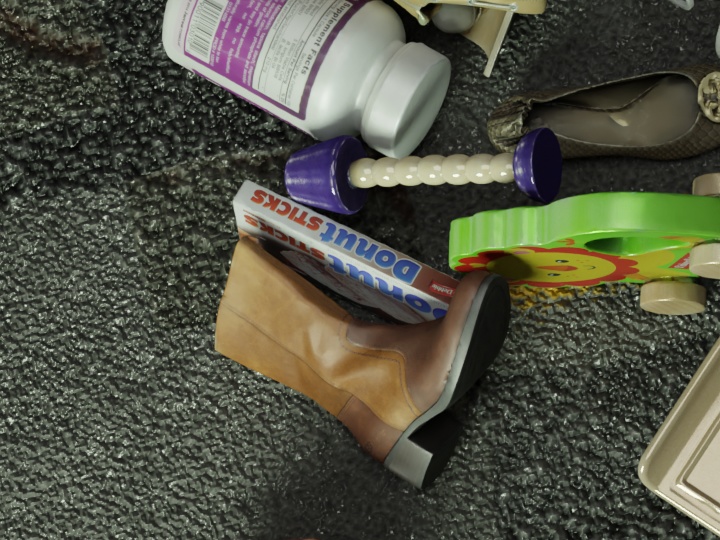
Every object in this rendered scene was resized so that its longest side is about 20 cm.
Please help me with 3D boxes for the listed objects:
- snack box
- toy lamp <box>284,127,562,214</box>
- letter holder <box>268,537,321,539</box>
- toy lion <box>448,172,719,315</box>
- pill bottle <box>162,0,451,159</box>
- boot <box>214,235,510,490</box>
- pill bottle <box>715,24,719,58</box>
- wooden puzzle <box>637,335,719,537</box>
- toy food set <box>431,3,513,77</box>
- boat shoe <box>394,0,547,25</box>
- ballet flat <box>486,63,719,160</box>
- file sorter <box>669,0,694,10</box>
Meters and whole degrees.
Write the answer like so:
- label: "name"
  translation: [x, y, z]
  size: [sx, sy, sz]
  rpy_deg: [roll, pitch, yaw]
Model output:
- label: "snack box"
  translation: [0.000, 0.000, 1.558]
  size: [0.199, 0.072, 0.024]
  rpy_deg: [26, 65, 15]
- label: "toy lamp"
  translation: [0.039, -0.069, 1.506]
  size: [0.198, 0.058, 0.059]
  rpy_deg: [-2, 75, 30]
- label: "letter holder"
  translation: [-0.083, 0.293, 1.489]
  size: [0.141, 0.101, 0.202]
  rpy_deg: [-4, 76, 11]
- label: "toy lion"
  translation: [0.158, -0.019, 1.476]
  size: [0.190, 0.200, 0.069]
  rpy_deg: [4, 78, -8]
- label: "pill bottle"
  translation: [-0.037, -0.162, 1.586]
  size: [0.199, 0.112, 0.113]
  rpy_deg: [29, 83, 15]
- label: "boot"
  translation: [-0.002, 0.032, 1.518]
  size: [0.199, 0.189, 0.068]
  rpy_deg: [35, 46, 17]
- label: "pill bottle"
  translation: [0.358, -0.146, 1.509]
  size: [0.199, 0.113, 0.113]
  rpy_deg: [36, 85, 16]
- label: "wooden puzzle"
  translation: [0.319, 0.121, 1.493]
  size: [0.199, 0.037, 0.186]
  rpy_deg: [34, 84, 10]
- label: "toy food set"
  translation: [0.038, -0.249, 1.577]
  size: [0.199, 0.144, 0.060]
  rpy_deg: [32, 39, 16]
- label: "boat shoe"
  translation: [0.039, -0.209, 1.528]
  size: [0.198, 0.077, 0.072]
  rpy_deg: [10, 35, 28]
- label: "ballet flat"
  translation: [0.189, -0.114, 1.566]
  size: [0.198, 0.046, 0.068]
  rpy_deg: [-5, 76, 9]
- label: "file sorter"
  translation: [0.244, -0.306, 1.533]
  size: [0.200, 0.139, 0.124]
  rpy_deg: [-44, 38, -2]
